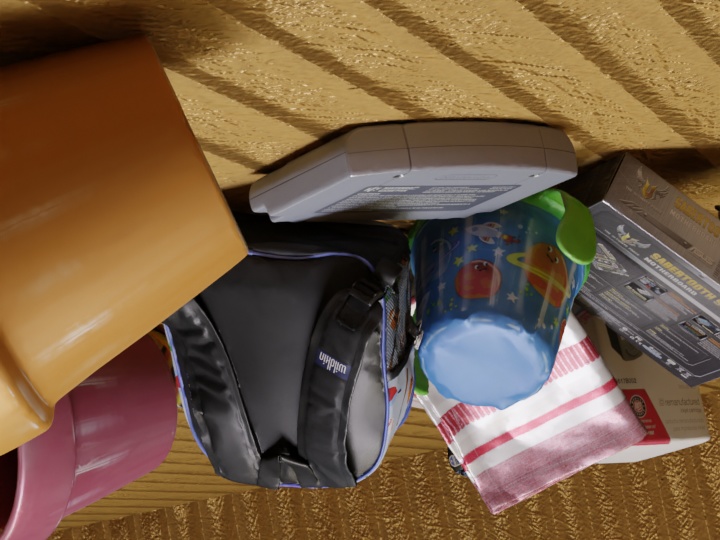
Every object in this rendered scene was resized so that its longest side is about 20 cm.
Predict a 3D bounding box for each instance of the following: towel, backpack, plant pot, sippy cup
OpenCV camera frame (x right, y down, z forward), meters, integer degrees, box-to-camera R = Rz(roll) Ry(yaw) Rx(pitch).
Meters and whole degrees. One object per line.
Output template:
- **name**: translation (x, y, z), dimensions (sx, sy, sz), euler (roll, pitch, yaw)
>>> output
- **towel**: translation (0.116, 0.085, 1.723), dimensions (0.144, 0.200, 0.023), euler (-29, -162, 14)
- **backpack**: translation (-0.046, 0.054, 1.546), dimensions (0.199, 0.191, 0.154), euler (7, -158, 21)
- **plant pot**: translation (-0.251, 0.114, 1.723), dimensions (0.179, 0.201, 0.200), euler (-8, 171, -43)
- **sippy cup**: translation (0.096, 0.025, 1.601), dimensions (0.139, 0.131, 0.178), euler (7, 134, 5)
- **plant pot**: translation (-0.164, -0.025, 1.109), dimensions (0.183, 0.201, 0.200), euler (-25, 170, -2)

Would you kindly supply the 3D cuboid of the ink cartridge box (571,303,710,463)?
- **ink cartridge box**: translation (0.206, 0.058, 1.846), dimensions (0.085, 0.201, 0.147), euler (-19, 167, 38)

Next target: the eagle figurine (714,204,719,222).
- **eagle figurine**: translation (0.384, -0.033, 1.682), dimensions (0.200, 0.151, 0.152), euler (-20, -179, 9)

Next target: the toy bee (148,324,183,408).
- **toy bee**: translation (-0.176, 0.073, 1.824), dimensions (0.109, 0.131, 0.200), euler (23, 166, -26)

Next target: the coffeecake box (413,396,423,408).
- **coffeecake box**: translation (0.026, 0.074, 1.872), dimensions (0.153, 0.073, 0.200), euler (17, 173, -38)

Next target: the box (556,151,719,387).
- **box**: translation (0.230, 0.003, 1.682), dimensions (0.200, 0.048, 0.158), euler (34, 154, -12)

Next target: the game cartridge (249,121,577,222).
- **game cartridge**: translation (0.042, -0.066, 1.473), dimensions (0.200, 0.042, 0.133), euler (-2, 163, -38)

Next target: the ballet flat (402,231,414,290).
- **ballet flat**: translation (0.000, 0.000, 1.709), dimensions (0.071, 0.071, 0.200), euler (-19, 172, 41)

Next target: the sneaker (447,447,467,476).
- **sneaker**: translation (0.191, 0.304, 3.529), dimensions (0.089, 0.079, 0.200), euler (-10, 170, -14)
